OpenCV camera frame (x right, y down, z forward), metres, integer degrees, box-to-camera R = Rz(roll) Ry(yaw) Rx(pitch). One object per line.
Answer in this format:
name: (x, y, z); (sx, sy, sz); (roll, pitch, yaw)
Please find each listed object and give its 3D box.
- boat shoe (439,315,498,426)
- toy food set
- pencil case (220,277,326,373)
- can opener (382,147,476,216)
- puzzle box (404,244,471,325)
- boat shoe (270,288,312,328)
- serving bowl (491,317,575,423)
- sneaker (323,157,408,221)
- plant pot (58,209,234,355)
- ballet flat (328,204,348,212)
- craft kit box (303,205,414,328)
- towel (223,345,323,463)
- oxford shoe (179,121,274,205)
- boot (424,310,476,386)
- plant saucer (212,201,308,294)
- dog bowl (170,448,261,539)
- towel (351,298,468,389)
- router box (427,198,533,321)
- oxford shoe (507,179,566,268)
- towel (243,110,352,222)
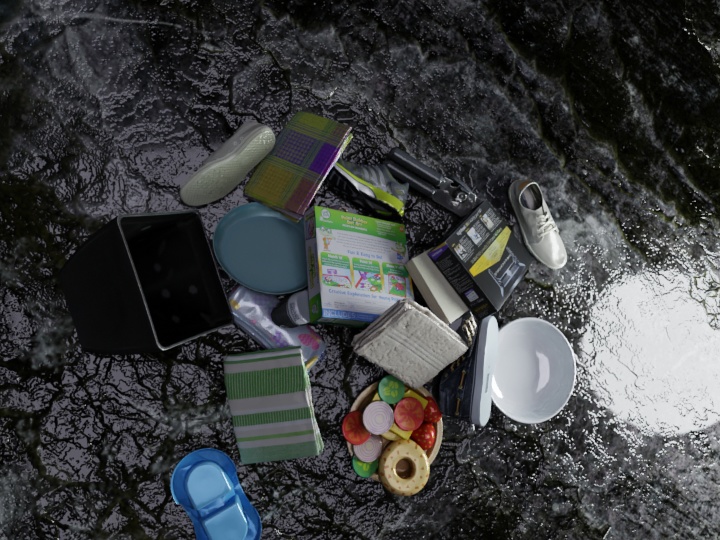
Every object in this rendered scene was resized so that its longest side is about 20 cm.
boat shoe: (0.197, 0.180, 1.183); (0.071, 0.090, 0.203); (10, 88, -57)
toy food set: (0.063, 0.299, 1.186); (0.197, 0.049, 0.201); (33, 78, -10)
pencil case: (-0.154, 0.102, 1.125); (0.200, 0.083, 0.091); (45, 51, -7)
can opener: (0.138, -0.177, 1.255); (0.199, 0.067, 0.054); (31, 118, -6)
puzzle box: (0.177, 0.010, 1.197); (0.199, 0.025, 0.134); (-26, 83, -46)
boat shoe: (-0.090, 0.061, 1.112); (0.056, 0.200, 0.069); (-19, 86, 20)
serving bowl: (0.320, 0.194, 1.257); (0.198, 0.066, 0.203); (1, 84, -15)
sneaker: (0.005, -0.173, 1.209); (0.199, 0.074, 0.082); (32, 64, -14)
plant pot: (-0.349, 0.030, 1.014); (0.176, 0.200, 0.202); (-18, 91, 23)
ballet flat: (-0.022, -0.024, 1.179); (0.068, 0.071, 0.202); (-16, 90, -19)
craft kit box: (0.000, 0.000, 1.107); (0.198, 0.048, 0.200); (10, 67, -33)
towel: (-0.152, 0.233, 1.100); (0.151, 0.023, 0.202); (-8, 104, 7)
oxford shoe: (-0.240, -0.191, 1.137); (0.200, 0.075, 0.058); (-43, 58, -7)
boot: (0.129, 0.098, 1.209); (0.150, 0.073, 0.201); (-31, 97, -15)
plant saucer: (-0.161, -0.036, 1.125); (0.198, 0.028, 0.202); (11, 51, -14)
dog bowl: (-0.247, 0.398, 1.093); (0.111, 0.050, 0.202); (-26, 93, -16)
towel: (0.086, 0.129, 1.102); (0.132, 0.035, 0.200); (-40, 131, 14)
router box: (0.231, -0.024, 1.207); (0.158, 0.052, 0.200); (52, 44, -3)
oxford shoe: (0.364, -0.094, 1.299); (0.075, 0.058, 0.202); (-28, 95, -18)
towel: (-0.114, -0.193, 1.159); (0.143, 0.023, 0.201); (23, 77, 27)
